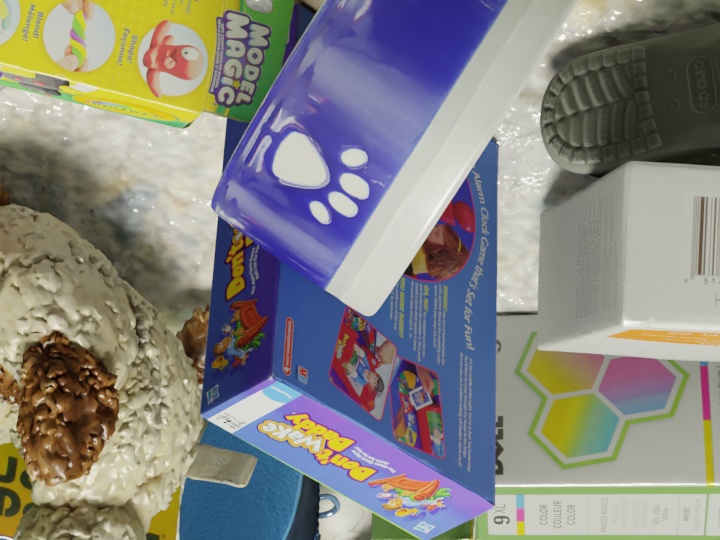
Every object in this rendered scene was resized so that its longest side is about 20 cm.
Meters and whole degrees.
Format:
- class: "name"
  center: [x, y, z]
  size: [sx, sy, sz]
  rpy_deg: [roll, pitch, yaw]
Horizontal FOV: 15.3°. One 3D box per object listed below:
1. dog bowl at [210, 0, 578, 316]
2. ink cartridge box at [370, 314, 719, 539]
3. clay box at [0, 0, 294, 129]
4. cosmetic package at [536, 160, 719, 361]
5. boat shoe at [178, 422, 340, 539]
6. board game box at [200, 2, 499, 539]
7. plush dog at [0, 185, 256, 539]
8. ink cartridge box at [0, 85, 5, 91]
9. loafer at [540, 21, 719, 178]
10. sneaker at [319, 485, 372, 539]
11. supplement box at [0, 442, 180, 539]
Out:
- class: "dog bowl"
  center: [0.025, -0.086, 1.051]
  size: [0.079, 0.200, 0.200]
  rpy_deg: [32, 139, 0]
- class: "ink cartridge box"
  center: [0.104, 0.080, 1.354]
  size: [0.198, 0.104, 0.059]
  rpy_deg: [-1, 143, 5]
- class: "clay box"
  center: [-0.125, -0.130, 1.076]
  size: [0.199, 0.116, 0.048]
  rpy_deg: [14, 170, -15]
- class: "cosmetic package"
  center: [0.144, 0.000, 1.194]
  size: [0.101, 0.072, 0.200]
  rpy_deg: [3, 175, -5]
- class: "boat shoe"
  center: [-0.059, 0.153, 1.427]
  size: [0.084, 0.201, 0.069]
  rpy_deg: [17, -172, 27]
- class: "board game box"
  center: [0.000, 0.000, 1.174]
  size: [0.045, 0.201, 0.134]
  rpy_deg: [-29, 133, 36]
- class: "plush dog"
  center: [-0.142, 0.041, 1.279]
  size: [0.160, 0.200, 0.172]
  rpy_deg: [-35, 150, -6]
- class: "ink cartridge box"
  center: [-0.201, -0.108, 1.183]
  size: [0.094, 0.037, 0.200]
  rpy_deg: [31, 137, -32]
- class: "loafer"
  center: [0.181, -0.076, 1.183]
  size: [0.199, 0.076, 0.070]
  rpy_deg: [-4, 166, 24]
- class: "sneaker"
  center: [0.036, 0.160, 1.485]
  size: [0.199, 0.081, 0.077]
  rpy_deg: [11, 144, -9]
- class: "supplement box"
  center: [-0.181, 0.156, 1.467]
  size: [0.108, 0.110, 0.200]
  rpy_deg: [16, 141, -17]
